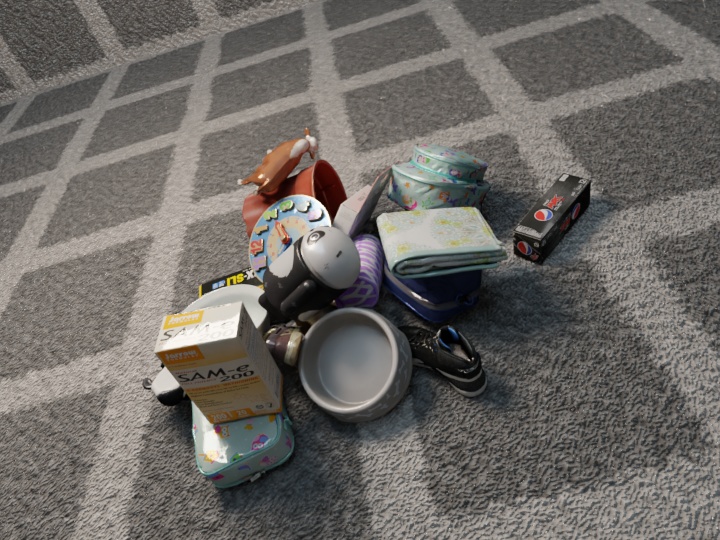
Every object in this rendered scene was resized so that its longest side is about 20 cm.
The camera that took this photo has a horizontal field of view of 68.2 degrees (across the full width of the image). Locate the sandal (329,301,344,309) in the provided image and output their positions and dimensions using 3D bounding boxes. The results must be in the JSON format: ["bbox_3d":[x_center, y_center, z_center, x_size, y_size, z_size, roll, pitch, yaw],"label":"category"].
[{"bbox_3d":[-0.074,0.038,1.080,0.200,0.080,0.054,22,78,29],"label":"sandal"}]

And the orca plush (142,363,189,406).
[{"bbox_3d":[-0.356,0.218,1.014,0.105,0.071,0.200,-21,18,-26],"label":"orca plush"}]

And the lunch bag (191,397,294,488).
[{"bbox_3d":[-0.199,0.259,0.908,0.160,0.077,0.200,-22,43,-5],"label":"lunch bag"}]

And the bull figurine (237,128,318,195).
[{"bbox_3d":[-0.175,-0.232,1.154,0.121,0.065,0.200,-9,32,46],"label":"bull figurine"}]

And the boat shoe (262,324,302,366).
[{"bbox_3d":[-0.143,0.128,0.953,0.065,0.200,0.072,20,86,-9],"label":"boat shoe"}]

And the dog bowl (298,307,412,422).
[{"bbox_3d":[-0.015,0.154,0.901,0.200,0.059,0.201,-5,70,16],"label":"dog bowl"}]

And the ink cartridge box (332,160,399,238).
[{"bbox_3d":[0.006,-0.151,1.135,0.045,0.176,0.200,29,25,4],"label":"ink cartridge box"}]

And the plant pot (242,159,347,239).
[{"bbox_3d":[-0.147,-0.129,1.214,0.195,0.201,0.201,-13,42,20],"label":"plant pot"}]

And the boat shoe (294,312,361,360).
[{"bbox_3d":[-0.049,0.115,1.008,0.200,0.072,0.065,28,55,32],"label":"boat shoe"}]

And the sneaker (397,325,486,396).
[{"bbox_3d":[0.127,0.121,0.902,0.073,0.112,0.200,-41,47,-23],"label":"sneaker"}]

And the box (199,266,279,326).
[{"bbox_3d":[-0.245,0.064,1.146,0.200,0.049,0.160,-20,41,1],"label":"box"}]

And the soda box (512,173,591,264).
[{"bbox_3d":[0.385,-0.107,1.067,0.063,0.071,0.200,27,60,37],"label":"soda box"}]

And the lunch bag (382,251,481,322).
[{"bbox_3d":[0.139,0.006,1.004,0.136,0.133,0.200,-21,39,-26],"label":"lunch bag"}]

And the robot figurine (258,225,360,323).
[{"bbox_3d":[-0.092,0.008,0.933,0.200,0.125,0.151,-38,56,28],"label":"robot figurine"}]

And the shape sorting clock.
[{"bbox_3d":[-0.146,-0.060,1.074,0.200,0.039,0.201,-10,70,29],"label":"shape sorting clock"}]

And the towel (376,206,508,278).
[{"bbox_3d":[0.137,-0.053,0.935,0.199,0.048,0.171,-4,32,-5],"label":"towel"}]

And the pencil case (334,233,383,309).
[{"bbox_3d":[0.000,0.000,1.051,0.085,0.084,0.200,-15,25,13],"label":"pencil case"}]

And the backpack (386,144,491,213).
[{"bbox_3d":[0.161,-0.183,1.123,0.200,0.151,0.177,-16,36,-39],"label":"backpack"}]

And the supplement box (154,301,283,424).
[{"bbox_3d":[-0.209,0.148,0.820,0.126,0.200,0.074,-12,43,6],"label":"supplement box"}]

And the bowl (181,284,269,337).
[{"bbox_3d":[-0.252,0.124,1.004,0.201,0.091,0.201,-13,34,9],"label":"bowl"}]
